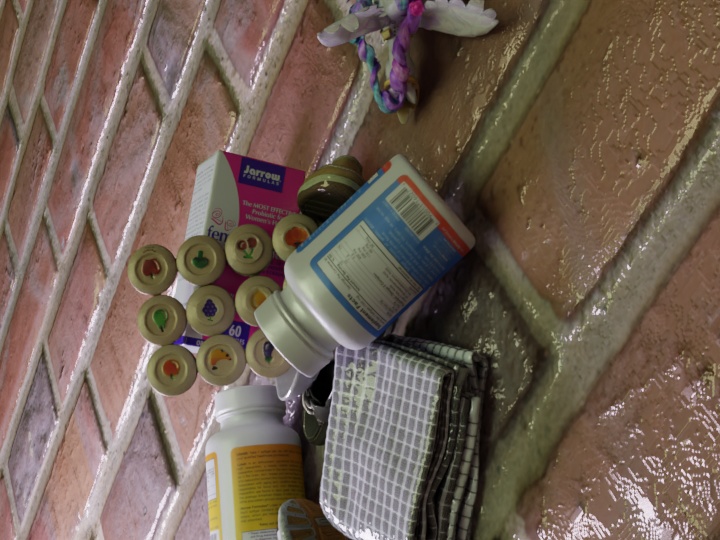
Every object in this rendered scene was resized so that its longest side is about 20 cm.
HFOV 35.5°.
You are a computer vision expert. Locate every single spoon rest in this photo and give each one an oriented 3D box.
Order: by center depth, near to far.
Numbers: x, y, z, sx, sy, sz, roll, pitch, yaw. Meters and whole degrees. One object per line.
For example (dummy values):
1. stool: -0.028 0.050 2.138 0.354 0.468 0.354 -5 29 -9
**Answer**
1. spoon rest: -0.072 0.058 1.197 0.201 0.060 0.101 -95 23 -60

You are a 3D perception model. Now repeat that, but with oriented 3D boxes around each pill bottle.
1. pill bottle: 0.000 0.000 1.032 0.200 0.112 0.113 -42 44 6
2. pill bottle: -0.117 0.237 1.261 0.111 0.110 0.204 -29 61 52

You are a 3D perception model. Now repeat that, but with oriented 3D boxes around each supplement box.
1. supplement box: -0.131 -0.011 1.180 0.103 0.100 0.204 165 114 -69

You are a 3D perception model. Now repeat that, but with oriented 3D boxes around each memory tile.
1. memory tile: -0.123 0.034 1.103 0.017 0.196 0.156 94 164 -83

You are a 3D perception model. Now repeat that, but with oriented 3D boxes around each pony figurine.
1. pony figurine: 0.039 -0.258 1.072 0.193 0.163 0.204 98 170 -84

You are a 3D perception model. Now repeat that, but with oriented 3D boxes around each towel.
1. towel: 0.037 0.164 1.051 0.165 0.084 0.204 12 96 57

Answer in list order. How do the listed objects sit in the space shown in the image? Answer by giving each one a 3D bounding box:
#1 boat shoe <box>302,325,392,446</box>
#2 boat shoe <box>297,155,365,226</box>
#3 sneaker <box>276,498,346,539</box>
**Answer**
1. boat shoe: -0.031 0.106 1.192 0.202 0.056 0.067 -63 38 30
2. boat shoe: -0.024 -0.084 1.146 0.200 0.071 0.077 126 164 -77
3. sneaker: -0.046 0.325 1.127 0.088 0.075 0.201 -63 38 31
